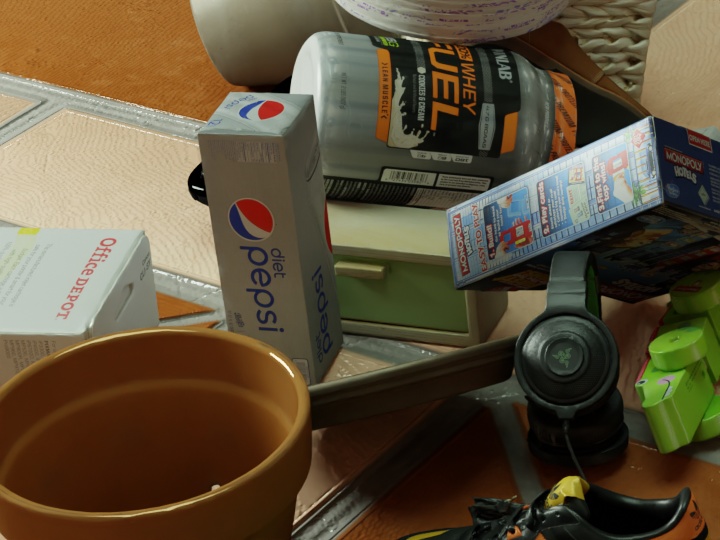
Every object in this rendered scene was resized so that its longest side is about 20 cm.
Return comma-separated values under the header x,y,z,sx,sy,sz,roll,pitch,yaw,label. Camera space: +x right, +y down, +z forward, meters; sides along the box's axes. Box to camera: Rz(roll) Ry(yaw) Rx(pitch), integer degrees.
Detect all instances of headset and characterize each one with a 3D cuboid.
x,y,z,sx,sy,sz,roll,pitch,yaw,label
0.121,0.080,1.453,0.094,0.124,0.200,-2,50,11,headset

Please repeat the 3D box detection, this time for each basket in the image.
x,y,z,sx,sy,sz,roll,pitch,yaw,label
0.131,-0.202,1.866,0.199,0.124,0.136,0,19,-9,basket

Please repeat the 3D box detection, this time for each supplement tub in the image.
x,y,z,sx,sy,sz,roll,pitch,yaw,label
0.052,-0.108,1.693,0.199,0.123,0.123,4,28,-13,supplement tub

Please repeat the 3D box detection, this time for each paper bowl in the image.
x,y,z,sx,sy,sz,roll,pitch,yaw,label
0.069,-0.266,1.730,0.200,0.105,0.201,2,37,-1,paper bowl

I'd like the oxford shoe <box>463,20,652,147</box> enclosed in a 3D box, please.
x,y,z,sx,sy,sz,roll,pitch,yaw,label
0.166,-0.153,1.786,0.071,0.200,0.071,-25,42,43,oxford shoe

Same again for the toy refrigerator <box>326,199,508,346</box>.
x,y,z,sx,sy,sz,roll,pitch,yaw,label
0.000,0.000,1.652,0.200,0.076,0.070,7,33,22,toy refrigerator

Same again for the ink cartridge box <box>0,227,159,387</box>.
x,y,z,sx,sy,sz,roll,pitch,yaw,label
-0.260,0.038,1.632,0.199,0.084,0.145,1,31,14,ink cartridge box

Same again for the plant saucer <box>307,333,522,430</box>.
x,y,z,sx,sy,sz,roll,pitch,yaw,label
0.013,0.077,1.478,0.200,0.030,0.200,-14,-2,0,plant saucer

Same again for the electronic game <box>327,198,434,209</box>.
x,y,z,sx,sy,sz,roll,pitch,yaw,label
0.041,-0.099,1.838,0.199,0.042,0.200,-8,27,4,electronic game

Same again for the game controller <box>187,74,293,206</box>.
x,y,z,sx,sy,sz,roll,pitch,yaw,label
-0.053,-0.105,1.816,0.104,0.042,0.200,-1,32,32,game controller

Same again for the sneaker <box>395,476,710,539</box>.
x,y,z,sx,sy,sz,roll,pitch,yaw,label
0.107,0.155,1.343,0.200,0.090,0.070,1,31,14,sneaker

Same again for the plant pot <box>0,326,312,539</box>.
x,y,z,sx,sy,sz,roll,pitch,yaw,label
-0.121,0.143,1.363,0.200,0.140,0.200,-6,30,3,plant pot

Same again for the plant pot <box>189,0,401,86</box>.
x,y,z,sx,sy,sz,roll,pitch,yaw,label
-0.050,-0.241,1.999,0.173,0.200,0.200,-18,27,14,plant pot

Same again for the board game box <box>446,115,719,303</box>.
x,y,z,sx,sy,sz,roll,pitch,yaw,label
0.170,-0.030,1.548,0.200,0.062,0.200,-16,-19,36,board game box

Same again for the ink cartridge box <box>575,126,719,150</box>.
x,y,z,sx,sy,sz,roll,pitch,yaw,label
0.165,-0.046,1.747,0.200,0.050,0.161,-10,22,36,ink cartridge box

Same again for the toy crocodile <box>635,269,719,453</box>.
x,y,z,sx,sy,sz,roll,pitch,yaw,label
0.215,0.059,1.516,0.062,0.068,0.200,-15,22,26,toy crocodile

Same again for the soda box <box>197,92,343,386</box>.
x,y,z,sx,sy,sz,roll,pitch,yaw,label
-0.060,-0.020,1.573,0.063,0.200,0.068,3,30,17,soda box
